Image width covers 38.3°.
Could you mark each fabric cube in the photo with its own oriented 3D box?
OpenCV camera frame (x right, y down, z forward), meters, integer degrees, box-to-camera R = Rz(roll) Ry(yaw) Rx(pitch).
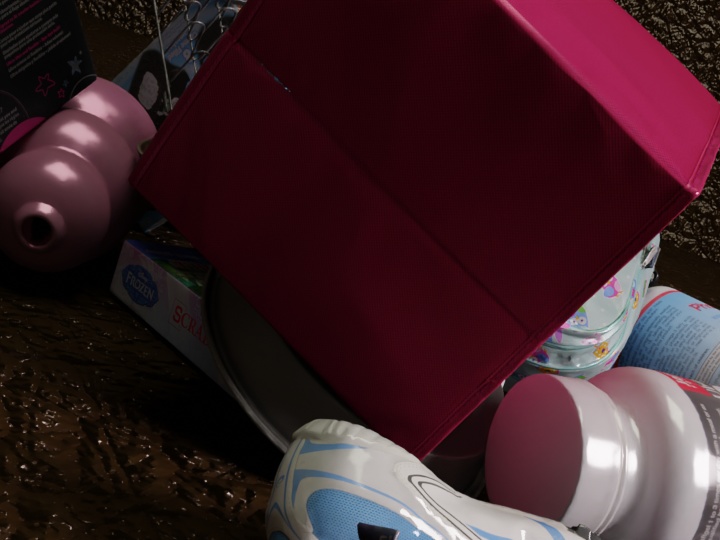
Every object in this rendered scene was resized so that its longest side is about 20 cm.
[{"bbox_3d":[0.043,-0.064,0.536,0.199,0.200,0.196,44,28,4],"label":"fabric cube"}]

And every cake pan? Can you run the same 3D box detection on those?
[{"bbox_3d":[0.005,0.044,0.585,0.199,0.037,0.201,30,29,-19],"label":"cake pan"}]

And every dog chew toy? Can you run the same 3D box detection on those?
[{"bbox_3d":[-0.204,-0.062,0.721,0.123,0.126,0.201,17,20,-12],"label":"dog chew toy"}]

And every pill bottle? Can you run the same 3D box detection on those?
[{"bbox_3d":[0.276,0.081,0.880,0.108,0.110,0.199,8,17,-43],"label":"pill bottle"},{"bbox_3d":[0.168,0.113,0.555,0.197,0.112,0.111,14,13,-27],"label":"pill bottle"}]

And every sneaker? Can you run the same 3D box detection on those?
[{"bbox_3d":[0.045,0.128,0.439,0.198,0.073,0.072,28,-22,-25],"label":"sneaker"}]

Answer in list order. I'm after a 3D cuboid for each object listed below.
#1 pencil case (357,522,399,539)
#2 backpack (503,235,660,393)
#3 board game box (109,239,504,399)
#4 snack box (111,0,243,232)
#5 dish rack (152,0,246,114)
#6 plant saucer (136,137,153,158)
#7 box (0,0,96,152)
[{"bbox_3d":[0.073,0.142,0.350,0.197,0.090,0.088,17,12,-23],"label":"pencil case"},{"bbox_3d":[0.153,0.004,0.823,0.164,0.128,0.202,16,53,13],"label":"backpack"},{"bbox_3d":[-0.036,0.043,0.702,0.198,0.042,0.199,8,18,-46],"label":"board game box"},{"bbox_3d":[-0.140,-0.131,0.852,0.117,0.199,0.037,56,32,-1],"label":"snack box"},{"bbox_3d":[-0.076,-0.165,0.742,0.151,0.203,0.054,3,-26,-35],"label":"dish rack"},{"bbox_3d":[-0.060,-0.053,0.728,0.197,0.035,0.200,13,13,-3],"label":"plant saucer"},{"bbox_3d":[-0.285,-0.132,0.637,0.130,0.116,0.200,16,45,25],"label":"box"}]
